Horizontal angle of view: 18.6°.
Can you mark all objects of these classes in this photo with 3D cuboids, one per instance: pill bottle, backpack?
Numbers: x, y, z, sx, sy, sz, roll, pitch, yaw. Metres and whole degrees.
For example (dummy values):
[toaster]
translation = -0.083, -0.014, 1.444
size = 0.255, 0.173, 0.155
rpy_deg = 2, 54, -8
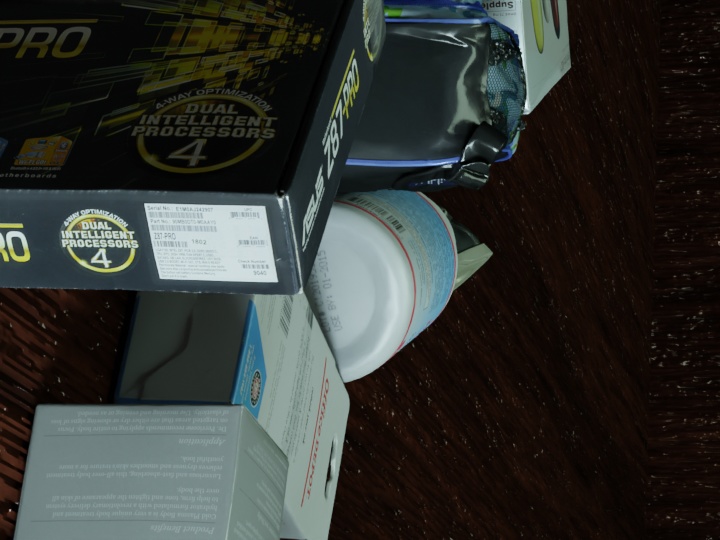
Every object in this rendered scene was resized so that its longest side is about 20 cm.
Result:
[pill bottle]
translation = 0.000, 0.000, 1.375
size = 0.200, 0.109, 0.109
rpy_deg = -31, 120, -73
[backpack]
translation = 0.005, -0.115, 1.249
size = 0.200, 0.183, 0.147
rpy_deg = 3, 87, -78

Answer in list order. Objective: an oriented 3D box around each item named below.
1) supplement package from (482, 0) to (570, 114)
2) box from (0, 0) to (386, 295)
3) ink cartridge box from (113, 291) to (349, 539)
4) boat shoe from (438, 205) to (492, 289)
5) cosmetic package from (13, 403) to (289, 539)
[supplement package]
translation = 0.057, -0.219, 1.528
size = 0.191, 0.147, 0.200
rpy_deg = -49, 135, -69
[box]
translation = -0.102, -0.057, 0.785
size = 0.161, 0.200, 0.049
rpy_deg = -71, 158, -51
[ink cartridge box]
translation = -0.064, 0.070, 1.198
size = 0.200, 0.068, 0.116
rpy_deg = 68, 28, -55
[boat shoe]
translation = 0.034, -0.016, 1.637
size = 0.068, 0.072, 0.200
rpy_deg = 55, 19, 10
[cosmetic package]
translation = -0.100, 0.163, 0.983
size = 0.090, 0.107, 0.200
rpy_deg = 57, 37, -63
